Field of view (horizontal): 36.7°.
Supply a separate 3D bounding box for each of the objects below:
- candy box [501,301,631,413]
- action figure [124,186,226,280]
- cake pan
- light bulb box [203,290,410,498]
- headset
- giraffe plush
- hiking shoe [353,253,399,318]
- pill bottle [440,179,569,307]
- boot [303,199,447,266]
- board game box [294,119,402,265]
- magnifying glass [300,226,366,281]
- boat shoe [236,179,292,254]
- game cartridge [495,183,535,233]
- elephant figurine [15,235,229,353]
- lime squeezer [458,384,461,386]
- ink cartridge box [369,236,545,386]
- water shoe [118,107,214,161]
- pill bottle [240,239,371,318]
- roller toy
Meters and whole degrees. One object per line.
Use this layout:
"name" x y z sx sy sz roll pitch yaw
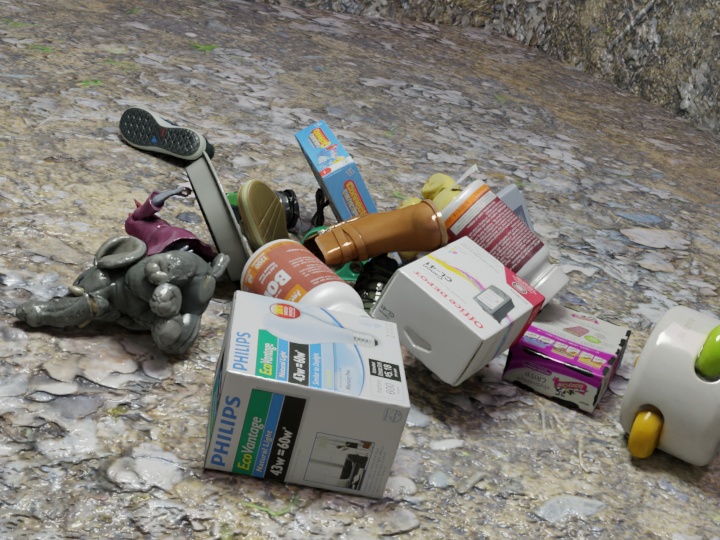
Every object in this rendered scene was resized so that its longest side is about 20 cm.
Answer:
"candy box" 0.297 0.119 1.549 0.136 0.061 0.200 20 24 19
"action figure" -0.284 -0.035 1.540 0.149 0.134 0.200 -34 47 -25
"cake pan" -0.200 -0.070 1.546 0.037 0.201 0.200 -23 32 -8
"light bulb box" -0.062 0.134 1.213 0.199 0.125 0.198 12 23 -9
"headset" -0.142 -0.108 1.765 0.199 0.095 0.123 18 21 30
"giraffe plush" 0.164 -0.061 1.775 0.162 0.200 0.173 44 38 -21
"hiking shoe" 0.017 0.030 1.531 0.075 0.101 0.200 12 23 -4
"pill bottle" 0.204 -0.025 1.596 0.200 0.114 0.114 46 29 6
"boot" 0.020 -0.041 1.485 0.154 0.074 0.200 -17 5 -23
"board game box" -0.021 -0.115 1.731 0.056 0.201 0.196 -28 31 -2
"magnifying glass" 0.000 0.000 1.645 0.199 0.080 0.022 27 25 3
"boat shoe" -0.136 -0.047 1.521 0.063 0.201 0.074 3 55 24
"game cartridge" 0.249 -0.029 1.719 0.041 0.201 0.133 -14 9 32
"elephant figurine" -0.294 0.022 1.350 0.199 0.142 0.155 7 -11 23
"lime squeezer" 0.131 0.098 1.529 0.070 0.038 0.200 5 25 -22
"ink cartridge box" 0.130 0.047 1.404 0.147 0.086 0.200 39 29 16
"water shoe" -0.359 -0.239 2.000 0.199 0.072 0.079 25 -3 26
"pill bottle" -0.066 0.048 1.425 0.112 0.113 0.200 -3 28 -36
"roller toy" 0.419 0.148 1.404 0.139 0.201 0.182 24 11 24
